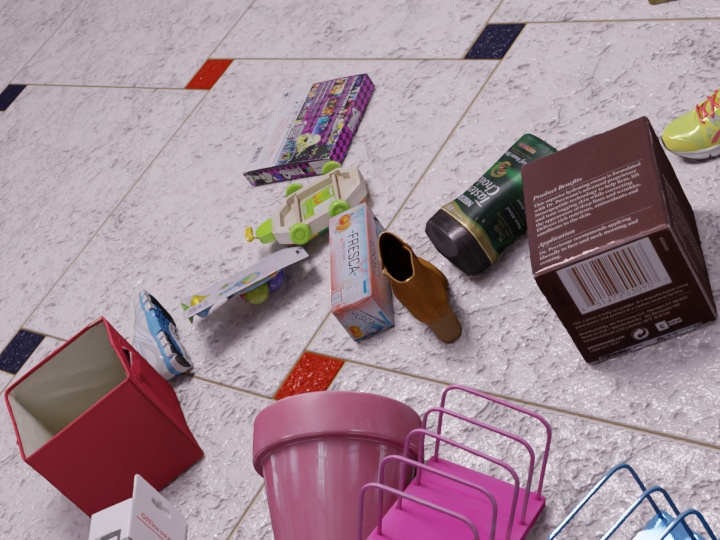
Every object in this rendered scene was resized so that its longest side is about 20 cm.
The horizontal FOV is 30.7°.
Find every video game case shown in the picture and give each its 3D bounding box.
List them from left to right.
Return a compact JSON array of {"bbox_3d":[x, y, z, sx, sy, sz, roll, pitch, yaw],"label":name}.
[{"bbox_3d":[-0.085,-0.233,2.160,0.181,0.036,0.201,-8,46,34],"label":"video game case"}]

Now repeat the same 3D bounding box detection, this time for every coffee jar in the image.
[{"bbox_3d":[0.184,-0.085,1.736,0.200,0.085,0.104,-42,36,-5],"label":"coffee jar"}]

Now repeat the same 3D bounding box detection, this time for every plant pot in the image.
[{"bbox_3d":[-0.024,0.254,1.469,0.199,0.200,0.180,-17,56,25],"label":"plant pot"}]

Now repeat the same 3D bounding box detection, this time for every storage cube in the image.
[{"bbox_3d":[-0.350,0.208,1.782,0.200,0.180,0.171,-39,36,-1],"label":"storage cube"}]

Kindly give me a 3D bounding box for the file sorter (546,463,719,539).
[{"bbox_3d":[0.286,0.293,1.212,0.139,0.123,0.200,-45,37,-10],"label":"file sorter"}]

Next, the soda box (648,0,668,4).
[{"bbox_3d":[0.501,-0.443,1.879,0.199,0.064,0.068,-5,47,36],"label":"soda box"}]

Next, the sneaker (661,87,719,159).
[{"bbox_3d":[0.465,-0.211,1.636,0.199,0.090,0.078,-23,40,20],"label":"sneaker"}]

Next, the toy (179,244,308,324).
[{"bbox_3d":[-0.166,0.027,1.924,0.199,0.047,0.115,-24,15,-5],"label":"toy"}]

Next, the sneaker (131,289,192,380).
[{"bbox_3d":[-0.321,0.104,1.964,0.087,0.075,0.200,-40,36,6],"label":"sneaker"}]

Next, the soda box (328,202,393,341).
[{"bbox_3d":[0.000,0.000,1.810,0.063,0.068,0.201,-23,39,18],"label":"soda box"}]

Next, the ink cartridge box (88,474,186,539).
[{"bbox_3d":[-0.276,0.365,1.604,0.066,0.116,0.201,-25,37,18],"label":"ink cartridge box"}]

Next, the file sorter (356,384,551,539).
[{"bbox_3d":[0.097,0.228,1.345,0.138,0.126,0.200,18,34,23],"label":"file sorter"}]

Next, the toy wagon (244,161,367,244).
[{"bbox_3d":[-0.084,-0.090,1.988,0.199,0.040,0.155,-30,27,10],"label":"toy wagon"}]

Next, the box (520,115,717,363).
[{"bbox_3d":[0.298,-0.035,1.521,0.165,0.164,0.201,-21,39,21],"label":"box"}]

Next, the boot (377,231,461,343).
[{"bbox_3d":[0.061,-0.004,1.701,0.071,0.144,0.201,-35,36,2],"label":"boot"}]
